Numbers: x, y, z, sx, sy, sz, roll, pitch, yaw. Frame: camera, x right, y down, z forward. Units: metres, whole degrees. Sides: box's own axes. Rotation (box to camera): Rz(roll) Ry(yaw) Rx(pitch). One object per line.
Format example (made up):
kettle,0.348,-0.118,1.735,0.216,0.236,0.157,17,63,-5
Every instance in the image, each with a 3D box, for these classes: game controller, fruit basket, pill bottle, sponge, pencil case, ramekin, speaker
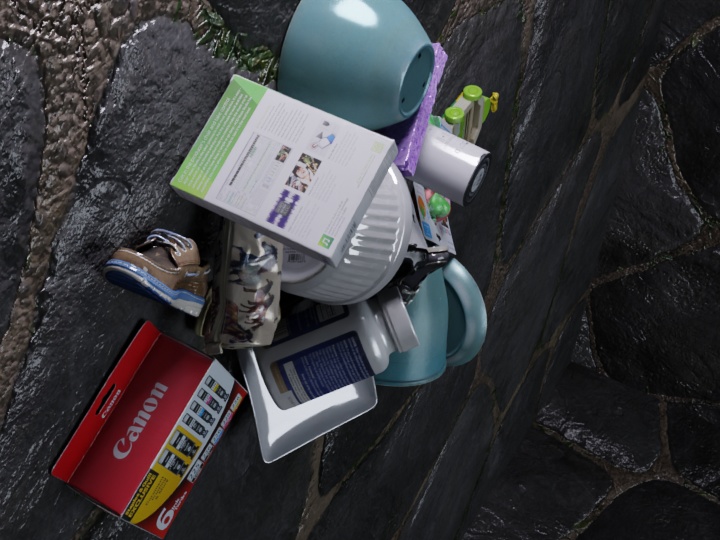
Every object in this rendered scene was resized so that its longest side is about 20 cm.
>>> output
game controller,0.000,0.000,1.422,0.104,0.200,0.042,11,72,-29
fruit basket,0.107,-0.133,1.645,0.185,0.093,0.201,22,50,-70
pill bottle,-0.031,0.094,1.419,0.199,0.112,0.111,-22,154,2
sponge,0.037,-0.202,1.411,0.030,0.111,0.201,50,47,-45
pencil case,-0.131,-0.006,1.238,0.089,0.078,0.202,4,91,-45
ramekin,-0.048,-0.060,1.301,0.105,0.199,0.201,5,108,-55
speaker,0.070,-0.164,1.476,0.081,0.199,0.081,-54,162,-27

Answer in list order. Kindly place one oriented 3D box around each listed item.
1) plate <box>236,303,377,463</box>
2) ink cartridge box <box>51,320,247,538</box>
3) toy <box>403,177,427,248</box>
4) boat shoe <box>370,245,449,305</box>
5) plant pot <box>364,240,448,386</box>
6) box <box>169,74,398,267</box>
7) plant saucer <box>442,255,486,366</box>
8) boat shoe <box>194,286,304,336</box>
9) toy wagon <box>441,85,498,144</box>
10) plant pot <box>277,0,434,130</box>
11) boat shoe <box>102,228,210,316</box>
plate,-0.075,0.142,1.540,0.199,0.032,0.201,-25,120,-28
ink cartridge box,-0.233,0.182,1.248,0.201,0.083,0.176,-61,159,-15
toy,0.005,-0.068,1.453,0.199,0.047,0.116,1,69,-55
boat shoe,0.062,0.019,1.493,0.072,0.063,0.200,-5,165,-33
plant pot,0.044,0.045,1.669,0.200,0.199,0.189,-31,132,-58
box,-0.080,-0.106,1.156,0.145,0.199,0.036,-61,164,-13
plant saucer,0.113,0.063,1.760,0.027,0.200,0.201,-26,137,-43
boat shoe,-0.130,0.043,1.374,0.200,0.072,0.073,-24,133,-62
toy wagon,0.178,-0.243,1.900,0.200,0.039,0.156,-52,156,-37
plant pot,0.010,-0.248,1.326,0.200,0.134,0.201,-52,155,-36
boat shoe,-0.207,-0.005,1.147,0.200,0.072,0.073,54,57,-78
